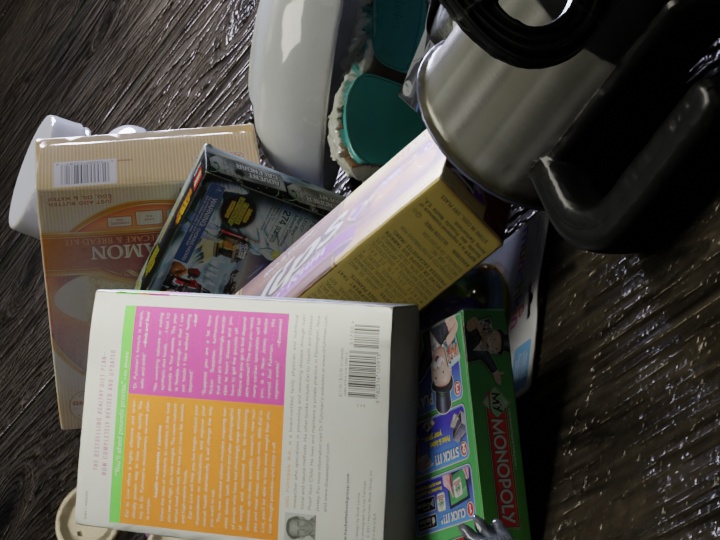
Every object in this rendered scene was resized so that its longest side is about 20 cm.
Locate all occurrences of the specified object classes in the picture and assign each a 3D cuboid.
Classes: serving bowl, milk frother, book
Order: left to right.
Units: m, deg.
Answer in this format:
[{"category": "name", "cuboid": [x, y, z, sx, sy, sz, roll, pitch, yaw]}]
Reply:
[{"category": "book", "cuboid": [-0.062, 0.080, 1.258, 0.199, 0.048, 0.135, 4, 92, 33]}, {"category": "serving bowl", "cuboid": [-0.038, -0.156, 1.622, 0.200, 0.065, 0.202, 9, -90, -86]}, {"category": "milk frother", "cuboid": [0.083, -0.118, 1.129, 0.188, 0.199, 0.181, 127, 151, -44]}]

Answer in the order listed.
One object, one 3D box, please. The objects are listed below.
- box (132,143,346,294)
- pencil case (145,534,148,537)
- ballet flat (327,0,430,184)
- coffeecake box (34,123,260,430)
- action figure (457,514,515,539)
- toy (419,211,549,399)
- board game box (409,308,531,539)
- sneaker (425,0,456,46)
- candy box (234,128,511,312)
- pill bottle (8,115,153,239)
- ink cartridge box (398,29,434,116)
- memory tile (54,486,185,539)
[{"category": "box", "cuboid": [-0.082, 0.024, 1.572, 0.040, 0.136, 0.201, -98, 32, -55]}, {"category": "pencil case", "cuboid": [-0.078, 0.138, 1.523, 0.085, 0.084, 0.200, -34, 0, -26]}, {"category": "ballet flat", "cuboid": [0.014, -0.112, 1.551, 0.072, 0.071, 0.201, -54, 16, 42]}, {"category": "coffeecake box", "cuboid": [-0.142, 0.006, 1.624, 0.073, 0.152, 0.201, -102, 9, -56]}, {"category": "action figure", "cuboid": [0.053, 0.224, 1.085, 0.148, 0.134, 0.201, 25, 114, 30]}, {"category": "toy", "cuboid": [0.038, 0.044, 1.337, 0.200, 0.047, 0.116, 137, 146, -56]}, {"category": "board game box", "cuboid": [0.028, 0.109, 1.256, 0.200, 0.029, 0.136, 150, 116, -62]}, {"category": "sneaker", "cuboid": [0.071, -0.170, 1.364, 0.090, 0.066, 0.201, -35, 55, 50]}, {"category": "candy box", "cuboid": [0.000, 0.000, 1.320, 0.200, 0.056, 0.117, -38, 14, 25]}, {"category": "pill bottle", "cuboid": [-0.156, -0.041, 1.754, 0.120, 0.199, 0.120, -55, 24, 39]}, {"category": "ink cartridge box", "cuboid": [0.086, -0.184, 1.450, 0.201, 0.039, 0.099, -67, 17, 9]}, {"category": "memory tile", "cuboid": [-0.085, 0.154, 1.399, 0.199, 0.017, 0.154, -33, 57, 9]}]
